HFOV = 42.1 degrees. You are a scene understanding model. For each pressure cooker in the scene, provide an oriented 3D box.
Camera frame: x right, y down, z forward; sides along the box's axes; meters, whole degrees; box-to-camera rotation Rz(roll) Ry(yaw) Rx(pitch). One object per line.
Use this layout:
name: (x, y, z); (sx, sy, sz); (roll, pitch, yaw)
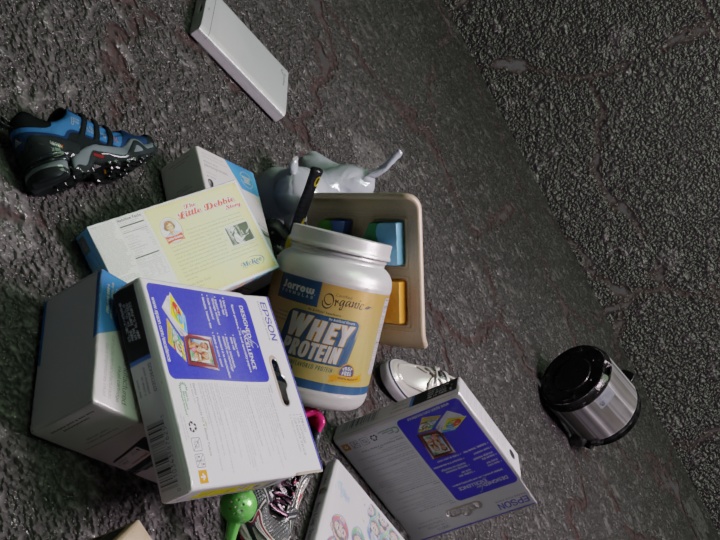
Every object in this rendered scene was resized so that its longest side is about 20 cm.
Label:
pressure cooker: (0.512, 0.285, 2.047); (0.200, 0.176, 0.179); (45, 33, -27)

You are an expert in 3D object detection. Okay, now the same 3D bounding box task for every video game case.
video game case: (0.005, 0.359, 1.137); (0.200, 0.024, 0.182); (53, 25, -19)

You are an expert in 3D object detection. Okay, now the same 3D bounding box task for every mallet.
mallet: (-0.094, -0.036, 1.192); (0.041, 0.200, 0.066); (28, 24, 26)

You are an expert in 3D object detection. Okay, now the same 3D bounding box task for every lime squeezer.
lime squeezer: (-0.114, 0.223, 0.942); (0.071, 0.038, 0.200); (78, 19, -48)

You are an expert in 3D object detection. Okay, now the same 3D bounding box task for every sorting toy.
sorting toy: (0.000, 0.000, 1.197); (0.036, 0.185, 0.200); (-19, 108, -49)

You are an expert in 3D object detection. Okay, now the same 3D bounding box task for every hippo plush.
hippo plush: (-0.064, -0.087, 1.325); (0.161, 0.200, 0.159); (-15, 106, -49)

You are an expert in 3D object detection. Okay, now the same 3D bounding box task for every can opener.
can opener: (-0.081, 0.010, 1.288); (0.200, 0.063, 0.079); (54, 24, -17)

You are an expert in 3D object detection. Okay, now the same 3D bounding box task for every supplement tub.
supplement tub: (-0.044, 0.054, 1.117); (0.145, 0.145, 0.200); (7, 96, -62)

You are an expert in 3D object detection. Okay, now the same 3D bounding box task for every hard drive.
hard drive: (-0.189, -0.346, 1.496); (0.200, 0.027, 0.132); (45, 29, -35)

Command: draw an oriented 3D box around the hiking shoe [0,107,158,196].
hiking shoe: (-0.293, -0.141, 1.009); (0.087, 0.074, 0.200); (63, 24, 0)

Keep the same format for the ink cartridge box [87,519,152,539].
ink cartridge box: (-0.184, 0.326, 0.730); (0.200, 0.075, 0.165); (58, 25, -8)

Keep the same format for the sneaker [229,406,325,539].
sneaker: (-0.089, 0.225, 1.028); (0.081, 0.075, 0.200); (48, 28, -28)

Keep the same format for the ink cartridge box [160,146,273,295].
ink cartridge box: (-0.170, -0.040, 1.158); (0.116, 0.067, 0.200); (22, 46, -55)

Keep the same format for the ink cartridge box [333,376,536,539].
ink cartridge box: (0.099, 0.253, 1.225); (0.200, 0.198, 0.043); (55, 28, -18)

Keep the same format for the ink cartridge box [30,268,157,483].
ink cartridge box: (-0.206, 0.112, 0.902); (0.200, 0.084, 0.145); (37, 34, -44)

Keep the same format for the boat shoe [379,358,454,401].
boat shoe: (0.105, 0.176, 1.475); (0.200, 0.070, 0.071); (32, 38, -49)

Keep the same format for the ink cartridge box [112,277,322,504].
ink cartridge box: (-0.133, 0.112, 0.892); (0.200, 0.047, 0.198); (16, 51, -60)

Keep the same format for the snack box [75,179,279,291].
snack box: (-0.195, -0.019, 1.026); (0.200, 0.037, 0.116); (-24, 86, -41)
